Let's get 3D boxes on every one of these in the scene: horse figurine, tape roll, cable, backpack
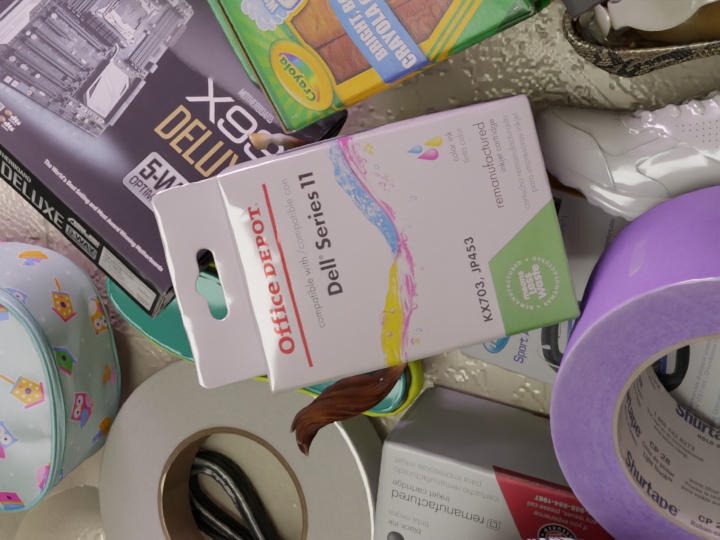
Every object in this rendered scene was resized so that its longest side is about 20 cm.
[{"bbox_3d":[0.000,0.000,0.939,0.132,0.050,0.200,-1,110,-17],"label":"horse figurine"},{"bbox_3d":[0.200,0.062,0.851,0.200,0.085,0.200,10,128,13],"label":"tape roll"},{"bbox_3d":[-0.056,0.209,1.114,0.097,0.050,0.200,-19,102,33],"label":"cable"},{"bbox_3d":[-0.262,0.068,1.095,0.200,0.153,0.176,3,107,17],"label":"backpack"},{"bbox_3d":[-0.073,0.147,1.079,0.202,0.037,0.203,4,100,25],"label":"tape roll"}]

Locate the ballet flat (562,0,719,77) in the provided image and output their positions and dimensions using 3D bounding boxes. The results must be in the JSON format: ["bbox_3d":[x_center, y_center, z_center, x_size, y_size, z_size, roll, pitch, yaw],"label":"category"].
[{"bbox_3d":[0.190,-0.137,0.835,0.200,0.075,0.068,-13,87,29],"label":"ballet flat"}]

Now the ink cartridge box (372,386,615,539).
[{"bbox_3d":[0.084,0.189,1.021,0.145,0.083,0.200,14,116,18],"label":"ink cartridge box"}]

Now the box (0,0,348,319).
[{"bbox_3d":[-0.132,-0.096,0.959,0.200,0.158,0.050,43,156,4],"label":"box"}]

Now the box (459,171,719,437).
[{"bbox_3d":[0.141,0.014,0.948,0.200,0.041,0.119,21,118,19],"label":"box"}]

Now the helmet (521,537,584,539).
[{"bbox_3d":[0.099,0.229,0.867,0.200,0.200,0.191,4,113,24],"label":"helmet"}]

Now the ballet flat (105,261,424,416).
[{"bbox_3d":[-0.054,0.033,1.025,0.200,0.067,0.067,21,113,7],"label":"ballet flat"}]

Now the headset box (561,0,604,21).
[{"bbox_3d":[0.106,-0.210,0.773,0.077,0.200,0.149,-31,97,31],"label":"headset box"}]

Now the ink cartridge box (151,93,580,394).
[{"bbox_3d":[-0.001,-0.009,0.863,0.200,0.067,0.117,-15,96,2],"label":"ink cartridge box"}]

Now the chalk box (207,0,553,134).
[{"bbox_3d":[0.000,-0.160,0.888,0.200,0.124,0.125,-25,100,30],"label":"chalk box"}]

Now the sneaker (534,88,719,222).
[{"bbox_3d":[0.187,-0.069,0.878,0.200,0.078,0.100,14,110,9],"label":"sneaker"}]
